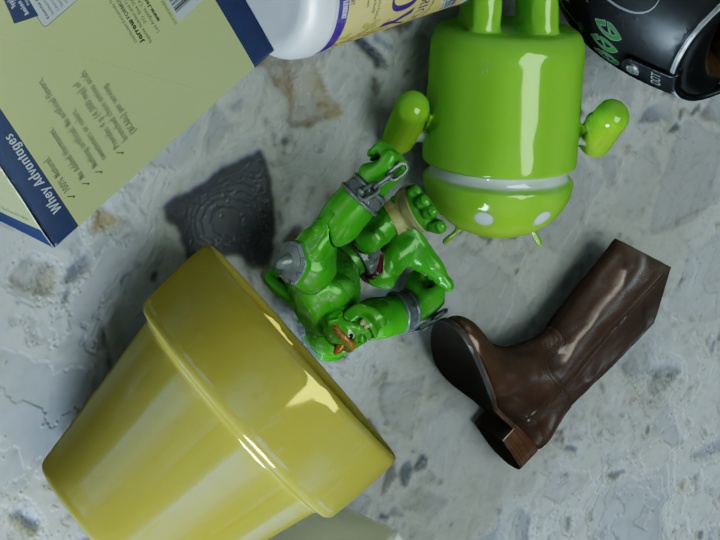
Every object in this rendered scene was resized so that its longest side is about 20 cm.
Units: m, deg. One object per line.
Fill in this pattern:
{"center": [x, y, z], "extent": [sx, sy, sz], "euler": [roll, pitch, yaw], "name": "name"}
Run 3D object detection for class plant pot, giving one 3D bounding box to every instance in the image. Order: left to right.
{"center": [-0.107, 0.118, 1.657], "extent": [0.189, 0.201, 0.201], "euler": [-43, 125, -1], "name": "plant pot"}

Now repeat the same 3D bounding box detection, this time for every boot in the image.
{"center": [0.155, 0.034, 1.886], "extent": [0.200, 0.064, 0.187], "euler": [-45, 141, -13], "name": "boot"}

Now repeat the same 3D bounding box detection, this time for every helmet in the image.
{"center": [0.234, -0.244, 1.792], "extent": [0.199, 0.191, 0.201], "euler": [-31, 155, -16], "name": "helmet"}

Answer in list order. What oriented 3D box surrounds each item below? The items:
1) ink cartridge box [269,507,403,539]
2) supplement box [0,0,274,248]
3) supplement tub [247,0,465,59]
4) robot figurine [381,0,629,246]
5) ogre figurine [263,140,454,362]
{"center": [0.004, 0.268, 1.798], "extent": [0.086, 0.146, 0.201], "euler": [-46, 125, -18], "name": "ink cartridge box"}
{"center": [-0.202, -0.164, 1.533], "extent": [0.200, 0.134, 0.201], "euler": [-43, 124, -18], "name": "supplement box"}
{"center": [0.008, -0.239, 1.656], "extent": [0.199, 0.145, 0.147], "euler": [-22, 115, -29], "name": "supplement tub"}
{"center": [0.105, -0.115, 1.780], "extent": [0.174, 0.116, 0.202], "euler": [1, 106, -10], "name": "robot figurine"}
{"center": [0.000, 0.000, 1.751], "extent": [0.120, 0.200, 0.098], "euler": [-36, 77, -10], "name": "ogre figurine"}
